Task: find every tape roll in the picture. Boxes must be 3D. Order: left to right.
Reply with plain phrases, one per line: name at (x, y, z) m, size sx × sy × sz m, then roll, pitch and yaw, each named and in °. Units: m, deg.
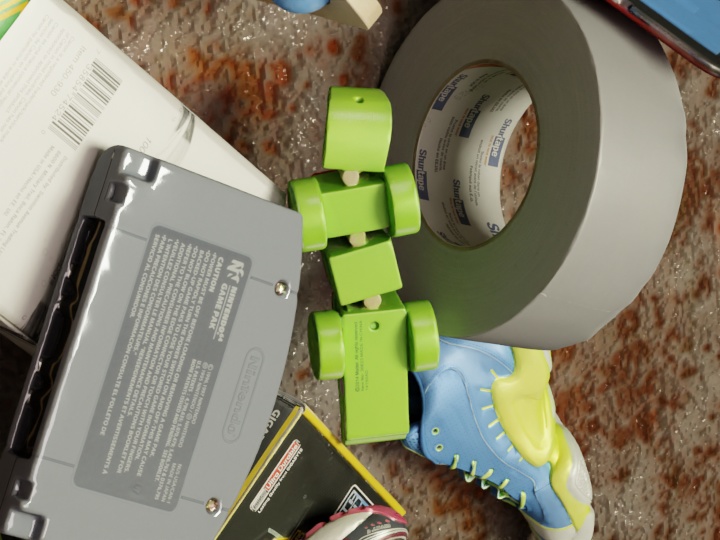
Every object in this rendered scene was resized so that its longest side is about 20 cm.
tape roll at (0.086, -0.058, 1.487) m, size 0.066 × 0.200 × 0.200 m, roll 9°, pitch 97°, yaw -38°

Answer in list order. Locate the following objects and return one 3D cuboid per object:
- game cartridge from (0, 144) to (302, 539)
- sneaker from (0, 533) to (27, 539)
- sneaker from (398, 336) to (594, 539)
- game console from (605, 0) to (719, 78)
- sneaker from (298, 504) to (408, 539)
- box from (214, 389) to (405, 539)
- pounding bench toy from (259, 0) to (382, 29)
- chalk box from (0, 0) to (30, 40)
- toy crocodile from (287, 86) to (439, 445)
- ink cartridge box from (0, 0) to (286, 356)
game cartridge at (-0.102, 0.050, 1.373) m, size 0.133 × 0.040 × 0.200 m, roll 21°, pitch 85°, yaw -35°
sneaker at (-0.141, 0.194, 1.382) m, size 0.081 × 0.074 × 0.200 m, roll -4°, pitch 77°, yaw -42°
sneaker at (0.070, 0.097, 1.611) m, size 0.105 × 0.076 × 0.200 m, roll -22°, pitch 116°, yaw -9°
game console at (0.166, -0.206, 1.498) m, size 0.200 × 0.119 × 0.173 m, roll -36°, pitch 130°, yaw -71°
sneaker at (-0.022, 0.222, 1.490) m, size 0.081 × 0.075 × 0.200 m, roll 22°, pitch 94°, yaw -57°
box at (-0.072, 0.177, 1.502) m, size 0.200 × 0.049 × 0.160 m, roll -55°, pitch 149°, yaw -11°
pounding bench toy at (-0.048, -0.242, 1.389) m, size 0.156 × 0.124 × 0.200 m, roll -51°, pitch 125°, yaw -13°
chalk box at (-0.200, -0.202, 1.290) m, size 0.124 × 0.124 × 0.200 m, roll 42°, pitch 77°, yaw -36°
toy crocodile at (0.000, 0.000, 1.453) m, size 0.067 × 0.062 × 0.200 m, roll -10°, pitch 111°, yaw -7°
ink cartridge box at (-0.157, -0.039, 1.391) m, size 0.200 × 0.083 × 0.147 m, roll 42°, pitch 77°, yaw -36°
